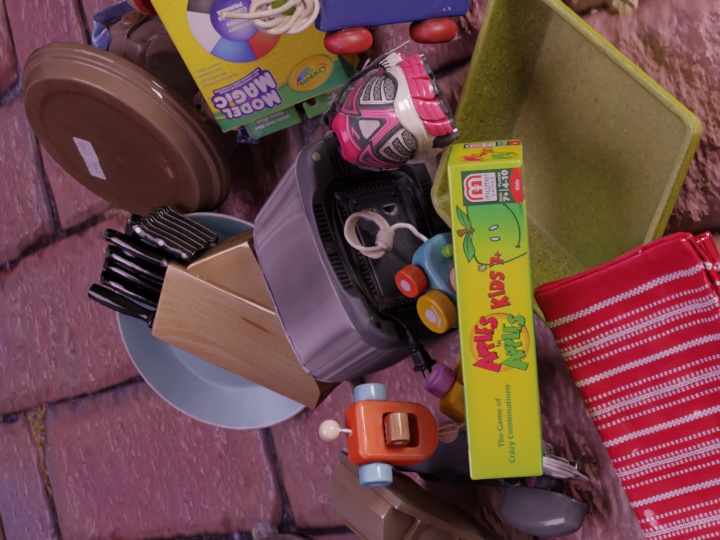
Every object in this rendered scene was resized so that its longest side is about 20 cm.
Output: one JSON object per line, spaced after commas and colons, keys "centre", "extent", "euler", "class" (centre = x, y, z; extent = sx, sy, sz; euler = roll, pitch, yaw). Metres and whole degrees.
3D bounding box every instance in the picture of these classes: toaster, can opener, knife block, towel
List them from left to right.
{"centre": [-0.128, 0.037, 1.548], "extent": [0.175, 0.064, 0.200], "euler": [-22, 99, 28], "class": "knife block"}
{"centre": [0.000, 0.000, 1.413], "extent": [0.129, 0.113, 0.200], "euler": [-40, 69, 58], "class": "toaster"}
{"centre": [0.088, 0.148, 1.367], "extent": [0.200, 0.053, 0.067], "euler": [3, 71, 58], "class": "can opener"}
{"centre": [0.196, 0.081, 1.170], "extent": [0.145, 0.022, 0.200], "euler": [-22, 94, 47], "class": "towel"}

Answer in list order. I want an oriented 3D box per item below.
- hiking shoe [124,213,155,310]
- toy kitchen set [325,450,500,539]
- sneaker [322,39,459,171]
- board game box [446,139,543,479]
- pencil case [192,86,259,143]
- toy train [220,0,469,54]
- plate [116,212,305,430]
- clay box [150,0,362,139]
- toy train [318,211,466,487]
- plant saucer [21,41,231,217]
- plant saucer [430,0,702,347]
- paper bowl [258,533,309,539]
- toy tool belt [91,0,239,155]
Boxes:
{"centre": [-0.173, 0.032, 1.691], "extent": [0.101, 0.076, 0.200], "euler": [9, 120, 61], "class": "hiking shoe"}
{"centre": [0.008, 0.246, 1.360], "extent": [0.200, 0.163, 0.181], "euler": [37, 93, 41], "class": "toy kitchen set"}
{"centre": [0.011, -0.105, 1.275], "extent": [0.200, 0.075, 0.081], "euler": [162, 84, -87], "class": "sneaker"}
{"centre": [0.087, 0.023, 1.211], "extent": [0.102, 0.047, 0.200], "euler": [-65, -29, -78], "class": "board game box"}
{"centre": [-0.081, -0.203, 1.486], "extent": [0.078, 0.089, 0.200], "euler": [34, 127, 29], "class": "pencil case"}
{"centre": [-0.034, -0.197, 1.322], "extent": [0.116, 0.200, 0.085], "euler": [17, 114, 58], "class": "toy train"}
{"centre": [-0.113, 0.041, 1.599], "extent": [0.200, 0.026, 0.201], "euler": [8, 115, 17], "class": "plate"}
{"centre": [-0.084, -0.192, 1.420], "extent": [0.115, 0.048, 0.200], "euler": [-20, 114, 20], "class": "clay box"}
{"centre": [0.048, 0.050, 1.301], "extent": [0.056, 0.150, 0.200], "euler": [-33, 53, 58], "class": "toy train"}
{"centre": [-0.199, -0.107, 1.556], "extent": [0.200, 0.029, 0.200], "euler": [24, 151, 14], "class": "plant saucer"}
{"centre": [0.141, -0.071, 1.236], "extent": [0.200, 0.048, 0.200], "euler": [48, 136, 37], "class": "plant saucer"}
{"centre": [-0.082, 0.338, 1.647], "extent": [0.201, 0.104, 0.201], "euler": [25, 121, 52], "class": "paper bowl"}
{"centre": [-0.179, -0.182, 1.602], "extent": [0.123, 0.125, 0.200], "euler": [34, 144, 51], "class": "toy tool belt"}
